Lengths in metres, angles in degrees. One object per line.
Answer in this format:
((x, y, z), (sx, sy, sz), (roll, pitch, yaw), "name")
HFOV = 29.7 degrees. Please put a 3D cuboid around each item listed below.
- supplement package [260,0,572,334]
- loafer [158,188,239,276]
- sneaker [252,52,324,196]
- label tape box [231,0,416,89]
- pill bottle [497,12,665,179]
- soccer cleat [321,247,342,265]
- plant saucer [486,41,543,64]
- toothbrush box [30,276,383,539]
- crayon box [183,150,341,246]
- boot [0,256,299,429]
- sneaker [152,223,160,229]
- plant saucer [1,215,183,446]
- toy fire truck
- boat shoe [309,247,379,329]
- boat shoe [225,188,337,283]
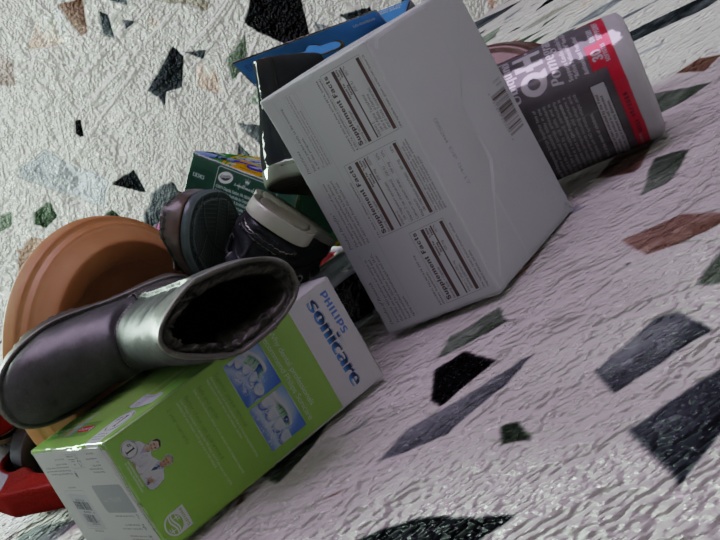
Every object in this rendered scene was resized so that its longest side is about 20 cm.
((0.047, -0.086, 1.030), (0.110, 0.202, 0.156), (-22, 12, 37), "supplement package")
((-0.123, -0.022, 1.046), (0.062, 0.073, 0.200), (7, -4, 13), "loafer")
((-0.011, -0.116, 1.115), (0.074, 0.108, 0.199), (-14, -11, 31), "sneaker")
((-0.001, -0.173, 1.193), (0.143, 0.200, 0.064), (-15, 57, 24), "label tape box")
((0.146, -0.127, 1.145), (0.198, 0.112, 0.111), (-23, 12, 12), "pill bottle")
((0.000, 0.000, 1.185), (0.199, 0.067, 0.077), (-37, -9, -20), "soccer cleat")
((0.118, -0.145, 1.267), (0.198, 0.037, 0.202), (-16, 49, 20), "plant saucer")
((-0.106, 0.098, 0.935), (0.199, 0.087, 0.145), (-39, 12, -31), "toothbrush box")
((-0.050, -0.063, 1.240), (0.125, 0.052, 0.199), (22, 12, 31), "crayon box")
((-0.144, 0.049, 0.880), (0.181, 0.073, 0.199), (-36, 17, -18), "boot")
((-0.177, 0.025, 1.207), (0.079, 0.095, 0.200), (-51, 5, -15), "sneaker")
((-0.178, 0.057, 1.028), (0.037, 0.202, 0.200), (-7, 24, 41), "plant saucer")
((-0.225, 0.119, 1.123), (0.166, 0.113, 0.201), (4, 45, 40), "toy fire truck")
((0.002, 0.011, 1.088), (0.198, 0.073, 0.068), (-25, 27, -29), "boat shoe")
((-0.064, -0.015, 1.022), (0.067, 0.074, 0.199), (-58, 3, 4), "boat shoe")
